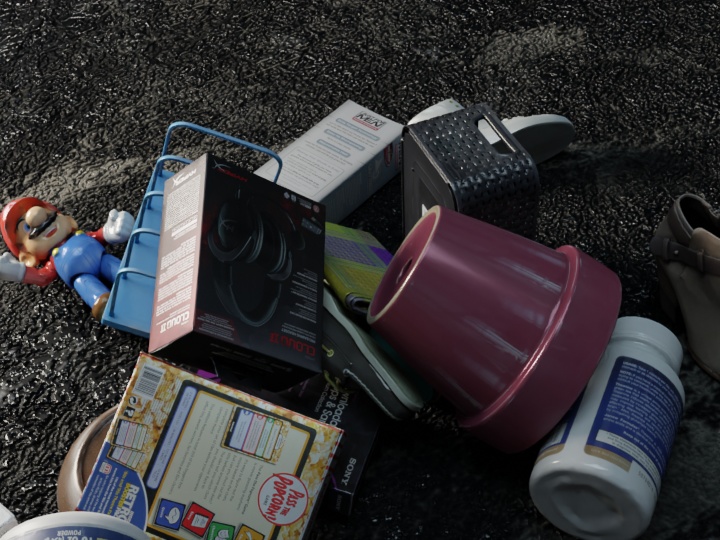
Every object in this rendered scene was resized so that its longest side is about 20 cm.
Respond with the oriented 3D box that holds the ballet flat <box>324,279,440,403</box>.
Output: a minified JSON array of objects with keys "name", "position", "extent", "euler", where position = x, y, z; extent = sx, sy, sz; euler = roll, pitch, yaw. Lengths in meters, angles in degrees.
[{"name":"ballet flat","position":[0.020,0.065,1.191],"extent":[0.199,0.071,0.071],"euler":[30,54,30]}]

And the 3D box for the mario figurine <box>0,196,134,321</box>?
[{"name":"mario figurine","position":[-0.326,-0.025,1.267],"extent":[0.199,0.107,0.123],"euler":[31,25,23]}]

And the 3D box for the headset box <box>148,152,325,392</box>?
[{"name":"headset box","position":[-0.112,0.014,1.075],"extent":[0.077,0.148,0.201],"euler":[-27,52,42]}]

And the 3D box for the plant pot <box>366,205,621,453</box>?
[{"name":"plant pot","position":[0.112,0.040,1.065],"extent":[0.178,0.200,0.201],"euler":[32,47,-9]}]

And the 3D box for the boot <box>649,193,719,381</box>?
[{"name":"boot","position":[0.364,0.022,1.146],"extent":[0.070,0.147,0.200],"euler":[-26,49,-23]}]

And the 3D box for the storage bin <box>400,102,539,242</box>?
[{"name":"storage bin","position":[0.111,-0.055,1.203],"extent":[0.093,0.201,0.136],"euler":[-18,46,-14]}]

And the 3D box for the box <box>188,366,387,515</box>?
[{"name":"box","position":[-0.080,0.143,1.106],"extent":[0.199,0.036,0.143],"euler":[18,42,6]}]

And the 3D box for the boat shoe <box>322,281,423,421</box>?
[{"name":"boat shoe","position":[-0.014,0.082,1.121],"extent":[0.061,0.072,0.201],"euler":[-46,52,5]}]

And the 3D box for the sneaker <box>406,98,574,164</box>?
[{"name":"sneaker","position":[0.154,-0.176,1.414],"extent":[0.199,0.074,0.116],"euler":[-15,49,-10]}]

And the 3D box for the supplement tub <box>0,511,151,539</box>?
[{"name":"supplement tub","position":[-0.230,0.309,0.901],"extent":[0.143,0.145,0.201],"euler":[-7,44,-3]}]

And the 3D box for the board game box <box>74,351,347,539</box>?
[{"name":"board game box","position":[-0.131,0.179,1.021],"extent":[0.199,0.046,0.152],"euler":[20,79,8]}]

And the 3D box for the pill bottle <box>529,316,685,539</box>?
[{"name":"pill bottle","position":[0.236,0.141,1.062],"extent":[0.110,0.111,0.200],"euler":[15,48,19]}]

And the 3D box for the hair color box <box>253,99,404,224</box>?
[{"name":"hair color box","position":[-0.039,-0.117,1.377],"extent":[0.099,0.061,0.200],"euler":[29,54,28]}]

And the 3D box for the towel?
[{"name":"towel","position":[0.000,0.000,1.214],"extent":[0.143,0.023,0.200],"euler":[12,22,-36]}]

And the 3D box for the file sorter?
[{"name":"file sorter","position":[-0.170,-0.035,1.206],"extent":[0.138,0.123,0.201],"euler":[18,57,-9]}]

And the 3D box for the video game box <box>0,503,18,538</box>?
[{"name":"video game box","position":[-0.442,0.244,1.051],"extent":[0.199,0.047,0.182],"euler":[30,52,30]}]

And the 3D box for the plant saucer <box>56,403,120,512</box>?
[{"name":"plant saucer","position":[-0.195,0.188,1.102],"extent":[0.199,0.032,0.201],"euler":[-2,44,2]}]
